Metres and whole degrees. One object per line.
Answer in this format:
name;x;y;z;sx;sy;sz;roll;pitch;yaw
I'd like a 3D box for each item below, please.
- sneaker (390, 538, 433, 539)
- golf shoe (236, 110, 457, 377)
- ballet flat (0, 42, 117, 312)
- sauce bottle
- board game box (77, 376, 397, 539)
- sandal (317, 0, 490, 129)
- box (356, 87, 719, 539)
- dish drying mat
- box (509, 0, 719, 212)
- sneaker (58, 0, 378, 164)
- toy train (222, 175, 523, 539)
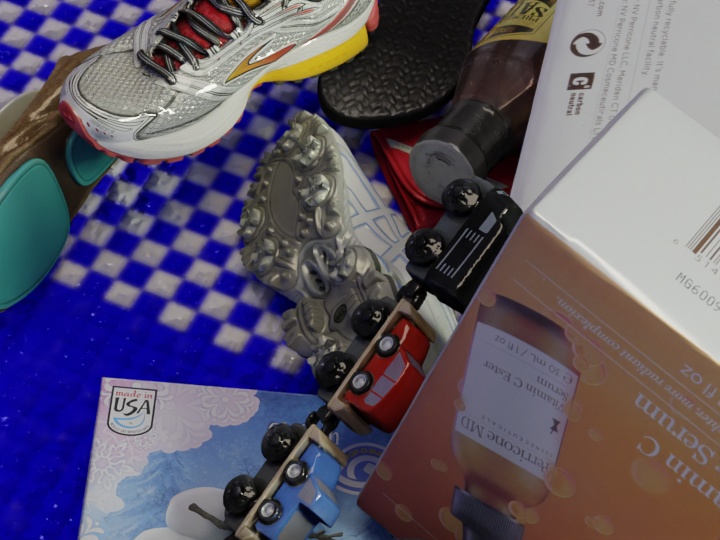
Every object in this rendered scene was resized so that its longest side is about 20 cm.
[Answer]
sneaker;0.007;0.140;0.727;0.198;0.080;0.078;21;17;4
golf shoe;0.000;0.000;0.932;0.097;0.078;0.201;26;27;-34
ballet flat;-0.175;-0.051;0.951;0.072;0.068;0.201;6;46;25
sauce bottle;0.091;-0.106;0.995;0.066;0.066;0.200;26;45;15
board game box;-0.028;0.145;0.809;0.197;0.044;0.201;4;50;-3
sandal;0.033;-0.129;1.051;0.074;0.045;0.201;23;42;8
box;0.111;0.059;0.747;0.152;0.201;0.106;37;47;10
dish drying mat;0.109;-0.069;1.020;0.198;0.018;0.077;-14;52;-17
box;0.188;-0.048;0.889;0.198;0.131;0.201;1;53;22
sneaker;-0.072;-0.127;0.942;0.199;0.083;0.078;-36;66;-28
toy train;0.008;0.046;0.800;0.046;0.034;0.201;30;78;35
